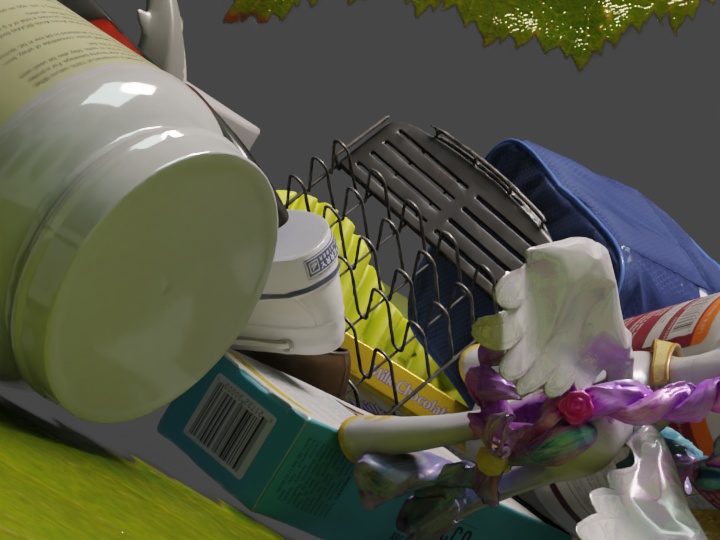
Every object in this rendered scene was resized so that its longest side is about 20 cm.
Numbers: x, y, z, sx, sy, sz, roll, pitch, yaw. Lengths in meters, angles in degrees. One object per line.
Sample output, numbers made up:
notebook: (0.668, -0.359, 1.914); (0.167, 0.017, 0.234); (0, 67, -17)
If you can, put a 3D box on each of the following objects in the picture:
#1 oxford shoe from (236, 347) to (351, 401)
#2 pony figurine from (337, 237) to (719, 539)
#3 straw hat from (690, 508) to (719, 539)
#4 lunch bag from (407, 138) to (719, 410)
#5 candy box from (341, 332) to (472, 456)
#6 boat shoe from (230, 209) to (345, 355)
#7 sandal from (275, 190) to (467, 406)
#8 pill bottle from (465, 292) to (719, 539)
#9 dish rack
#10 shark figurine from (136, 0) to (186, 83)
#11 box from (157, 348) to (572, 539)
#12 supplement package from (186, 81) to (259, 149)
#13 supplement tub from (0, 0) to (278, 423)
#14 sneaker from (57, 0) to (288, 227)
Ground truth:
oxford shoe: (-0.091, 0.014, 1.276); (0.200, 0.085, 0.073); (30, 8, 9)
pony figurine: (0.093, 0.061, 1.085); (0.200, 0.167, 0.193); (-15, 7, 39)
straw hat: (0.176, 0.191, 1.113); (0.201, 0.085, 0.201); (19, 22, -8)
lunch bag: (0.135, 0.032, 1.452); (0.132, 0.136, 0.200); (20, 21, -33)
candy box: (0.050, 0.100, 1.478); (0.200, 0.026, 0.102); (32, -22, 3)
boat shoe: (-0.100, 0.011, 1.207); (0.200, 0.065, 0.074); (5, 31, 30)
sandal: (-0.017, 0.033, 1.552); (0.087, 0.080, 0.200); (-6, -49, 51)
pill bottle: (0.146, 0.075, 1.259); (0.109, 0.110, 0.200); (30, -27, -26)
dish rack: (0.000, 0.000, 1.366); (0.153, 0.200, 0.055); (42, -23, 23)
shark figurine: (-0.129, -0.080, 1.300); (0.089, 0.215, 0.128); (0, 21, -45)
box: (0.005, 0.098, 1.205); (0.200, 0.049, 0.082); (28, 5, -45)
supplement package: (-0.187, -0.094, 1.611); (0.200, 0.121, 0.120); (29, 4, -39)
supplement tub: (-0.145, -0.040, 1.076); (0.200, 0.145, 0.145); (34, 4, 32)
sneaker: (-0.121, -0.046, 1.192); (0.201, 0.108, 0.067); (42, -11, 43)
